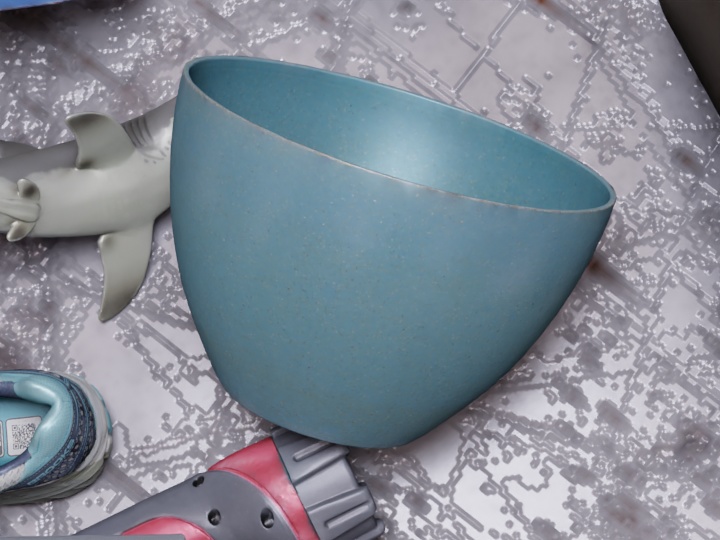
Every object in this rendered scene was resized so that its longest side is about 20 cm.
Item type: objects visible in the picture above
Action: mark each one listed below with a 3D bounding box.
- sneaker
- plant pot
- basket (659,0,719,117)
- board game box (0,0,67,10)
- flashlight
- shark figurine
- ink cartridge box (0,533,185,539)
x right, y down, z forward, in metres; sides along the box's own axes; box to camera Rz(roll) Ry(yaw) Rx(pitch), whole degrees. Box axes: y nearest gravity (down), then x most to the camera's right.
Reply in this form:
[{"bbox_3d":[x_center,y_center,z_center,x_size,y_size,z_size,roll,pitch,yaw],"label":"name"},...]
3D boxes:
[{"bbox_3d":[-0.217,0.082,1.158,0.199,0.086,0.078,-17,77,-1],"label":"sneaker"},{"bbox_3d":[0.000,0.000,1.127,0.199,0.200,0.135,18,104,6],"label":"plant pot"},{"bbox_3d":[0.219,-0.081,1.093,0.136,0.180,0.200,-41,45,17],"label":"basket"},{"bbox_3d":[-0.197,-0.153,1.176,0.158,0.200,0.039,39,120,21],"label":"board game box"},{"bbox_3d":[-0.090,0.133,1.153,0.199,0.068,0.068,-27,92,-3],"label":"flashlight"},{"bbox_3d":[-0.164,-0.054,1.178,0.089,0.214,0.129,40,116,46],"label":"shark figurine"},{"bbox_3d":[-0.147,0.227,1.064,0.144,0.145,0.201,-2,102,3],"label":"ink cartridge box"}]
